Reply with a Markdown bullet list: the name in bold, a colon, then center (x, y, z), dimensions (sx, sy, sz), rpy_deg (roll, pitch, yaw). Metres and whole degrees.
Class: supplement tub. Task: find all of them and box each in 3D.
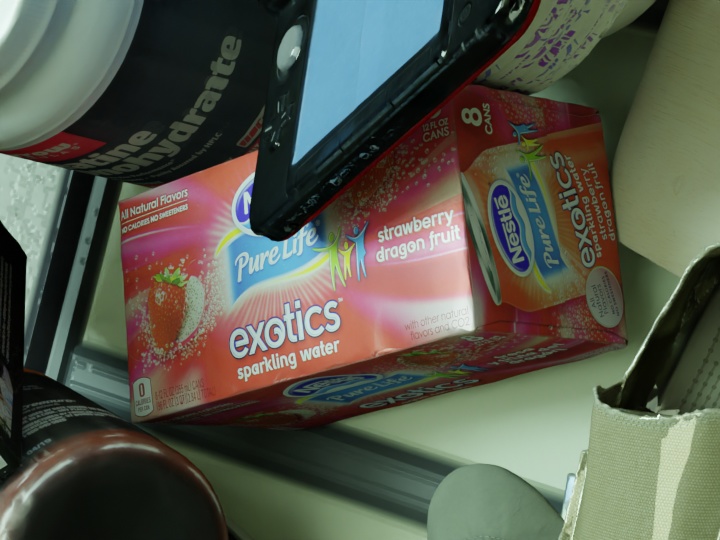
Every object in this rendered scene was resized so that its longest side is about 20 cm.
- **supplement tub**: center (-0.119, -0.113, 1.084), dimensions (0.140, 0.200, 0.141), rpy_deg (-5, 81, 33)
- **supplement tub**: center (-0.140, 0.100, 1.080), dimensions (0.200, 0.107, 0.107), rpy_deg (20, 95, 61)

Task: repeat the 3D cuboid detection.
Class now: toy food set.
- **toy food set**: center (0.188, -0.047, 0.964), dimensions (0.200, 0.060, 0.144), rpy_deg (32, 112, 35)

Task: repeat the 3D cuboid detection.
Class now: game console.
- **game console**: center (-0.026, -0.133, 0.915), dimensions (0.200, 0.118, 0.173), rpy_deg (-39, 37, 54)

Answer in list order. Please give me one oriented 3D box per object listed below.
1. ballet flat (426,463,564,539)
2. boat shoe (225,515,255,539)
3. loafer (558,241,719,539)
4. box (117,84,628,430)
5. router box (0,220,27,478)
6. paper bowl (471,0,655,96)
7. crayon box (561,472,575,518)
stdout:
- **ballet flat**: center (0.066, 0.159, 0.943), dimensions (0.067, 0.064, 0.200), rpy_deg (-33, 67, 25)
- **boat shoe**: center (-0.063, 0.170, 1.088), dimensions (0.074, 0.060, 0.200), rpy_deg (-52, 57, 24)
- **loafer**: center (0.108, 0.073, 0.905), dimensions (0.076, 0.068, 0.200), rpy_deg (10, 69, 45)
- **box**: center (0.000, 0.000, 1.033), dimensions (0.200, 0.095, 0.100), rpy_deg (-16, 74, 43)
- **router box**: center (-0.196, -0.010, 1.043), dimensions (0.051, 0.149, 0.200), rpy_deg (-30, 24, 7)
- **paper bowl**: center (0.065, -0.167, 1.002), dimensions (0.201, 0.104, 0.201), rpy_deg (-27, 59, 58)
- **crayon box**: center (0.144, 0.150, 0.962), dimensions (0.200, 0.052, 0.126), rpy_deg (7, 87, 35)
